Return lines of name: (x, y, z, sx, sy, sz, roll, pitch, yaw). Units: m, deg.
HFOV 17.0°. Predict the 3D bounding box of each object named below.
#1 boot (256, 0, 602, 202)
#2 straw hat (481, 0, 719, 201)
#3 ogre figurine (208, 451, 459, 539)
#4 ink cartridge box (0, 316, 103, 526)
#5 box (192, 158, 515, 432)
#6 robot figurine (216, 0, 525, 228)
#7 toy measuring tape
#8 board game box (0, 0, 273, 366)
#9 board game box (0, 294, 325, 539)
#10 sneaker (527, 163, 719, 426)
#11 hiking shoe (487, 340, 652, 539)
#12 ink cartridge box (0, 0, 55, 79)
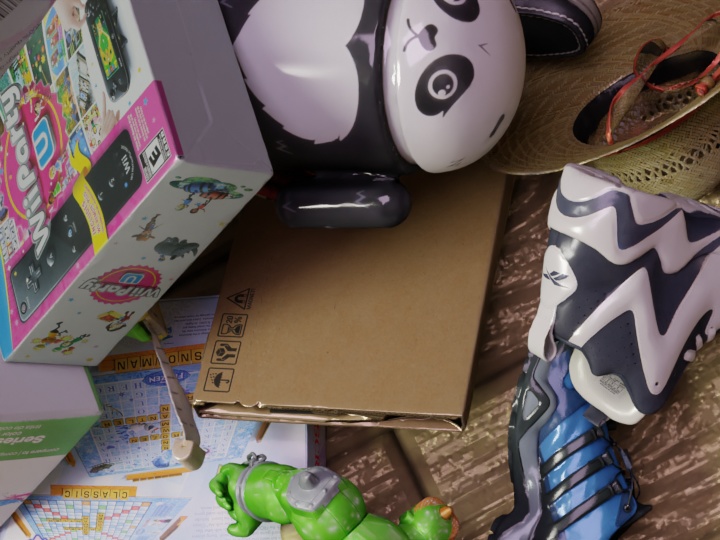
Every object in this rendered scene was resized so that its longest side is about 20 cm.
boot: (0.030, -0.104, 1.407, 0.202, 0.074, 0.155, 7, 62, 26)
straw hat: (0.172, -0.082, 1.369, 0.200, 0.201, 0.085, -31, 114, 8)
ogre figurine: (0.007, 0.174, 1.321, 0.098, 0.120, 0.201, -24, 82, -20)
ink cartridge box: (-0.249, 0.074, 1.409, 0.200, 0.084, 0.146, -45, 59, 41)
box: (0.000, 0.000, 1.402, 0.162, 0.021, 0.201, 2, 56, 16)
robot figurine: (-0.009, -0.115, 1.311, 0.198, 0.151, 0.125, 3, 37, 21)
toy measuring tape: (-0.150, 0.038, 1.404, 0.073, 0.074, 0.201, -27, 62, 9)
board game box: (-0.140, -0.061, 1.302, 0.200, 0.064, 0.148, -46, 52, 42)
board game box: (-0.119, 0.118, 1.437, 0.198, 0.041, 0.201, -4, 75, 16)
sneaker: (0.170, 0.028, 1.314, 0.079, 0.198, 0.130, 30, 102, 47)
hiking shoe: (0.125, 0.112, 1.358, 0.086, 0.074, 0.202, 10, 90, 10)
ink cartridge box: (-0.251, -0.149, 1.455, 0.147, 0.200, 0.086, -40, 69, 4)
